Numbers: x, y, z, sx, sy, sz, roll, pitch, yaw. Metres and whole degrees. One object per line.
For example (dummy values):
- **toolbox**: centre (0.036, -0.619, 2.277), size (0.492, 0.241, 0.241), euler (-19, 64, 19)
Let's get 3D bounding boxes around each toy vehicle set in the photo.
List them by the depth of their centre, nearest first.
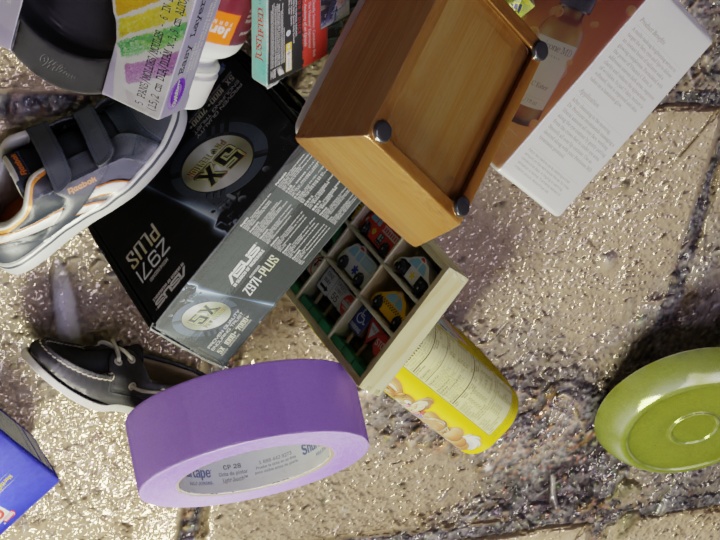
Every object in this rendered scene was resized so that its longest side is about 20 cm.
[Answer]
- **toy vehicle set**: centre (0.000, 0.000, 1.621), size (0.026, 0.200, 0.125), euler (27, 104, -40)

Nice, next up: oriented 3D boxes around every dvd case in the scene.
- **dvd case**: centre (-0.009, -0.241, 1.457), size (0.199, 0.022, 0.147), euler (-32, 138, -37)

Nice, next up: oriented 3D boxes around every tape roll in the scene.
- **tape roll**: centre (-0.095, 0.139, 1.612), size (0.198, 0.066, 0.200), euler (-13, 161, -4)

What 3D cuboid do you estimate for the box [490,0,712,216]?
- **box**: centre (0.165, -0.179, 1.619), size (0.200, 0.152, 0.106), euler (-49, 139, 8)

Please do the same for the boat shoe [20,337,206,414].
- **boat shoe**: centre (-0.204, 0.090, 1.649), size (0.199, 0.074, 0.060), euler (29, 104, -42)

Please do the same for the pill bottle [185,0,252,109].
- **pill bottle**: centre (-0.123, -0.233, 1.450), size (0.113, 0.114, 0.201), euler (12, 113, -35)

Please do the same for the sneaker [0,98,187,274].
- **sneaker**: centre (-0.229, -0.082, 1.515), size (0.200, 0.079, 0.079), euler (-41, 137, 3)

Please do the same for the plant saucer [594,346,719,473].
- **plant saucer**: centre (0.342, 0.153, 1.983), size (0.198, 0.031, 0.201), euler (-7, 141, -6)

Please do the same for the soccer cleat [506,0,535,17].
- **soccer cleat**: centre (0.096, -0.211, 1.575), size (0.202, 0.083, 0.065), euler (-68, 161, -2)

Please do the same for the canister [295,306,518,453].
- **canister**: centre (0.044, 0.070, 1.728), size (0.087, 0.149, 0.200), euler (-46, 133, 5)

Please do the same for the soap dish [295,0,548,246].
- **soap dish**: centre (0.052, -0.141, 1.468), size (0.157, 0.081, 0.201), euler (41, 68, -40)

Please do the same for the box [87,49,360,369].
- **box**: centre (-0.108, -0.053, 1.548), size (0.200, 0.164, 0.086), euler (-49, 131, 9)

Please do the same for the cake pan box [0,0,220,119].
- **cake pan box**: centre (-0.188, -0.229, 1.383), size (0.052, 0.183, 0.201), euler (-35, 149, -63)

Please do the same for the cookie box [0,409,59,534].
- **cookie box**: centre (-0.381, 0.164, 1.596), size (0.171, 0.075, 0.200), euler (-41, 131, 1)
